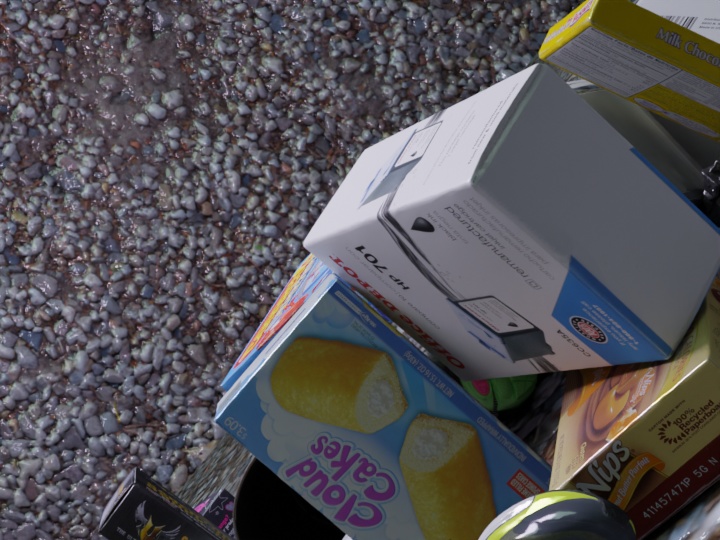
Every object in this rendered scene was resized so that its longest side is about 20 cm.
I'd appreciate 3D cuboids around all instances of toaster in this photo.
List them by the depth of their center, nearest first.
[{"bbox_3d":[0.151,-0.038,0.838,0.113,0.129,0.200,-15,-32,-32],"label":"toaster"}]

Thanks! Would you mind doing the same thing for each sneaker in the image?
[{"bbox_3d":[0.065,0.192,0.600,0.200,0.074,0.081,-56,9,18],"label":"sneaker"},{"bbox_3d":[0.097,0.098,1.055,0.200,0.076,0.084,-119,41,-81],"label":"sneaker"}]

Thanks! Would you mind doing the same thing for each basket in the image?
[{"bbox_3d":[-0.013,0.170,1.031,0.180,0.137,0.200,-26,-1,-2],"label":"basket"}]

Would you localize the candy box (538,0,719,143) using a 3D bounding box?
[{"bbox_3d":[0.211,-0.106,0.746,0.102,0.199,0.027,157,136,-80],"label":"candy box"}]

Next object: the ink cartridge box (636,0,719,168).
[{"bbox_3d":[0.273,-0.161,0.897,0.145,0.084,0.200,12,50,35],"label":"ink cartridge box"}]

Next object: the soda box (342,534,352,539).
[{"bbox_3d":[0.033,0.188,0.861,0.200,0.068,0.063,-51,5,-23],"label":"soda box"}]

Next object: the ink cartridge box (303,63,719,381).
[{"bbox_3d":[0.079,-0.016,0.702,0.086,0.146,0.200,-57,17,-23],"label":"ink cartridge box"}]

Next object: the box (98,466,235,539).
[{"bbox_3d":[-0.119,0.242,1.021,0.048,0.200,0.158,-53,5,-9],"label":"box"}]

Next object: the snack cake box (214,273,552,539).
[{"bbox_3d":[0.020,0.110,0.778,0.115,0.200,0.067,-49,5,-1],"label":"snack cake box"}]

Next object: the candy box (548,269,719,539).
[{"bbox_3d":[0.169,0.057,0.701,0.115,0.055,0.200,-46,5,25],"label":"candy box"}]

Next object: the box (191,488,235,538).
[{"bbox_3d":[-0.167,0.324,1.308,0.132,0.115,0.200,-52,6,-29],"label":"box"}]

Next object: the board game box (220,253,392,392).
[{"bbox_3d":[0.000,0.000,0.961,0.196,0.056,0.200,-44,9,32],"label":"board game box"}]
